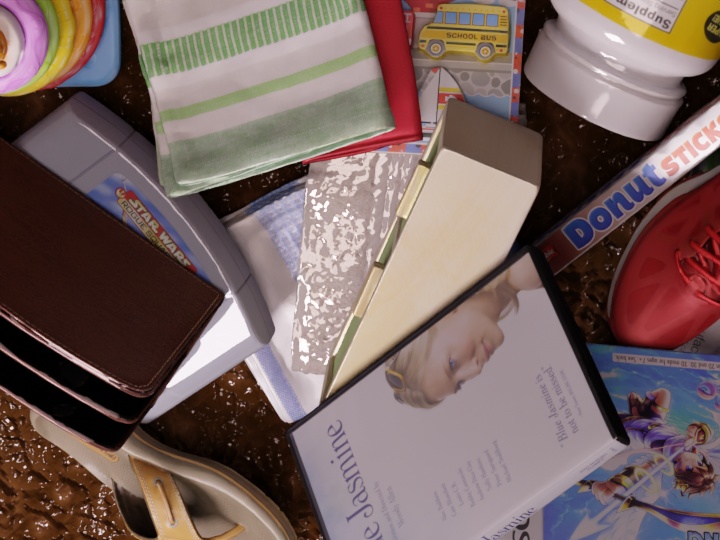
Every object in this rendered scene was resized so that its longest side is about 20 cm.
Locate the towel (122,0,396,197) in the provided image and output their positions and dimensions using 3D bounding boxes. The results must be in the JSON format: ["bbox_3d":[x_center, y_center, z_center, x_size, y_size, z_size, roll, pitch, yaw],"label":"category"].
[{"bbox_3d":[-0.073,-0.158,1.527,0.152,0.023,0.201,-17,79,18],"label":"towel"}]

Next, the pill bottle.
[{"bbox_3d":[0.181,-0.186,1.499,0.114,0.114,0.200,25,109,-3],"label":"pill bottle"}]

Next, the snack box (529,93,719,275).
[{"bbox_3d":[0.172,-0.056,1.532,0.024,0.072,0.200,50,125,-1],"label":"snack box"}]

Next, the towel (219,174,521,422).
[{"bbox_3d":[0.000,0.000,1.625,0.200,0.024,0.147,-26,104,13],"label":"towel"}]

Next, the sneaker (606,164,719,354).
[{"bbox_3d":[0.215,-0.021,1.461,0.078,0.116,0.200,37,104,-4],"label":"sneaker"}]

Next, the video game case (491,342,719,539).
[{"bbox_3d":[0.170,0.135,1.475,0.199,0.045,0.182,5,65,-7],"label":"video game case"}]

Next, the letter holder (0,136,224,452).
[{"bbox_3d":[-0.208,0.023,1.546,0.200,0.142,0.101,35,121,-1],"label":"letter holder"}]

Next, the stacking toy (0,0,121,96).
[{"bbox_3d":[-0.216,-0.142,1.506,0.116,0.200,0.110,0,108,7],"label":"stacking toy"}]

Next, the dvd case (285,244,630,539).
[{"bbox_3d":[0.051,0.096,1.461,0.200,0.143,0.018,-39,142,22],"label":"dvd case"}]

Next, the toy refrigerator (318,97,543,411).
[{"bbox_3d":[0.038,0.003,1.527,0.070,0.076,0.200,22,118,-6],"label":"toy refrigerator"}]

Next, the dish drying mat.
[{"bbox_3d":[-0.014,-0.169,1.533,0.077,0.018,0.201,-10,83,7],"label":"dish drying mat"}]

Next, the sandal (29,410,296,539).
[{"bbox_3d":[-0.135,0.147,1.655,0.200,0.054,0.080,32,143,-2],"label":"sandal"}]

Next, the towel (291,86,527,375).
[{"bbox_3d":[0.029,-0.021,1.586,0.132,0.034,0.201,7,109,3],"label":"towel"}]

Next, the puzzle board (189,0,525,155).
[{"bbox_3d":[0.000,-0.147,1.546,0.199,0.017,0.151,3,81,5],"label":"puzzle board"}]

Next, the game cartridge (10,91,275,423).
[{"bbox_3d":[-0.152,-0.009,1.614,0.133,0.042,0.200,-33,101,33],"label":"game cartridge"}]

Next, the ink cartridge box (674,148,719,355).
[{"bbox_3d":[0.283,0.021,1.571,0.200,0.084,0.146,18,108,1],"label":"ink cartridge box"}]
